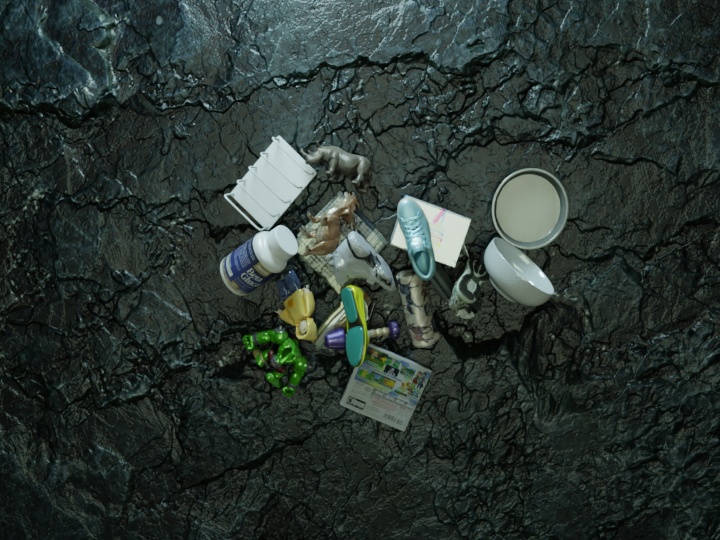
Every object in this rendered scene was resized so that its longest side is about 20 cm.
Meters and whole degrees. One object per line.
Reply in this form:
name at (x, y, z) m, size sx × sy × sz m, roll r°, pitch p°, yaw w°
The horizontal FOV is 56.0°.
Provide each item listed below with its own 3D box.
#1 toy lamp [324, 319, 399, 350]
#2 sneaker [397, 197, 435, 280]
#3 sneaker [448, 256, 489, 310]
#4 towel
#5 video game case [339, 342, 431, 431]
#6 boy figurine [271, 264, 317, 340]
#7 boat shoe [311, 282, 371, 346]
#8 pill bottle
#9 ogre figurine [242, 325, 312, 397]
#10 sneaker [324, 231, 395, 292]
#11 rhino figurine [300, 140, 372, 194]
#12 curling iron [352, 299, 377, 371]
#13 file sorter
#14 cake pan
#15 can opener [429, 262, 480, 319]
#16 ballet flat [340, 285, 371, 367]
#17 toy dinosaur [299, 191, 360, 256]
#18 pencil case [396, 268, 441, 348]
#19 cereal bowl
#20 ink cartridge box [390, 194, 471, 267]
toy lamp at (0.003, 0.167, 1.748) m, size 0.195 × 0.058 × 0.060 m, roll -10°, pitch 98°, yaw -20°
sneaker at (0.139, -0.074, 1.605) m, size 0.072 × 0.082 × 0.205 m, roll -20°, pitch 96°, yaw 5°
sneaker at (0.263, 0.034, 1.701) m, size 0.077 × 0.200 × 0.089 m, roll 46°, pitch 125°, yaw 0°
towel at (-0.056, -0.070, 1.774) m, size 0.193 × 0.035 × 0.200 m, roll 44°, pitch 95°, yaw -6°
video game case at (0.067, 0.310, 1.805) m, size 0.196 × 0.022 × 0.186 m, roll 23°, pitch 98°, yaw -9°
boy figurine at (-0.171, 0.093, 1.752) m, size 0.123 × 0.064 × 0.204 m, roll -29°, pitch 76°, yaw 26°
boat shoe at (-0.051, 0.130, 1.773) m, size 0.068 × 0.075 × 0.201 m, roll 38°, pitch 104°, yaw -7°
pill bottle at (-0.254, -0.029, 1.713) m, size 0.198 × 0.111 × 0.112 m, roll -32°, pitch 95°, yaw 28°
ogre figurine at (-0.209, 0.231, 1.784) m, size 0.118 × 0.098 × 0.203 m, roll -32°, pitch 84°, yaw 18°
sneaker at (0.000, 0.000, 1.732) m, size 0.114 × 0.076 × 0.200 m, roll -34°, pitch 119°, yaw 17°
rhino figurine at (-0.061, -0.273, 1.725) m, size 0.195 × 0.060 × 0.089 m, roll 21°, pitch 73°, yaw 0°
curling iron at (0.016, 0.175, 1.801) m, size 0.048 × 0.026 × 0.206 m, roll 11°, pitch 97°, yaw -8°
file sorter at (-0.228, -0.219, 1.711) m, size 0.138 × 0.125 × 0.201 m, roll 42°, pitch 97°, yaw -4°
cake pan at (0.431, -0.158, 1.732) m, size 0.194 × 0.037 × 0.207 m, roll 0°, pitch 97°, yaw 2°
can opener at (0.233, 0.049, 1.749) m, size 0.200 × 0.052 × 0.067 m, roll 47°, pitch 57°, yaw -22°
ballet flat at (-0.003, 0.138, 1.694) m, size 0.066 × 0.066 × 0.206 m, roll -18°, pitch 75°, yaw 40°
toy dinosaur at (-0.074, -0.098, 1.717) m, size 0.133 × 0.086 × 0.203 m, roll 9°, pitch 119°, yaw -37°
pencil case at (0.151, 0.092, 1.758) m, size 0.076 × 0.089 × 0.206 m, roll -9°, pitch 98°, yaw 38°
cereal bowl at (0.382, 0.016, 1.685) m, size 0.199 × 0.201 × 0.084 m, roll 39°, pitch 114°, yaw -3°
ink cartridge box at (0.185, -0.097, 1.706) m, size 0.195 × 0.129 × 0.128 m, roll 19°, pitch 98°, yaw -1°
